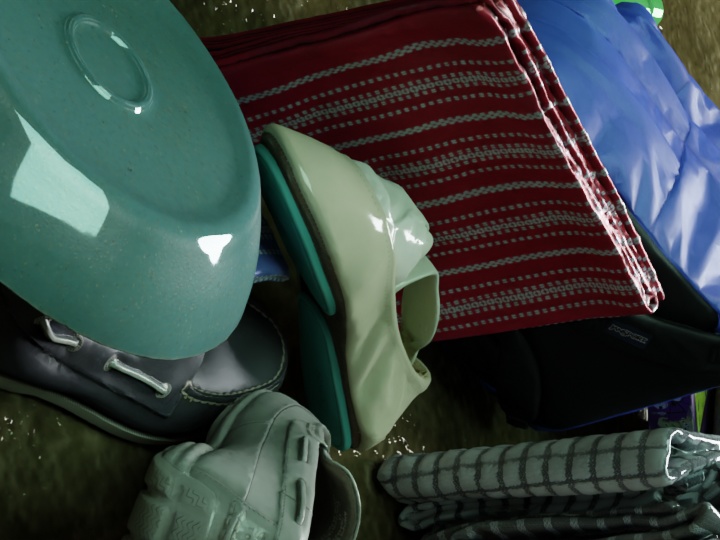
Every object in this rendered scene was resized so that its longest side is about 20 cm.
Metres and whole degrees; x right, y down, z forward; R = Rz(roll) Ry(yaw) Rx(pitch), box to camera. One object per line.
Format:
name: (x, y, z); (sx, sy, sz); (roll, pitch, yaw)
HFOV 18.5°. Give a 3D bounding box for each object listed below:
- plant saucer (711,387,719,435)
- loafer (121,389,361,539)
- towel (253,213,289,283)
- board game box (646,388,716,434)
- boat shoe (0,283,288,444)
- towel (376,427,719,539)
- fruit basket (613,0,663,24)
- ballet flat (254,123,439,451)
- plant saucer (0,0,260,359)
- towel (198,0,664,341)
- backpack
plant saucer: (0.216, 0.087, 1.195); (0.200, 0.035, 0.201); (4, 90, -73)
loafer: (-0.034, 0.090, 0.828); (0.200, 0.070, 0.070); (-34, 146, -78)
towel: (-0.113, -0.074, 0.820); (0.200, 0.024, 0.145); (59, 25, 11)
board game box: (0.177, 0.076, 1.169); (0.200, 0.032, 0.120); (78, 27, -42)
boat shoe: (-0.081, 0.021, 0.841); (0.200, 0.063, 0.073); (18, 62, -52)
towel: (0.128, 0.125, 1.019); (0.200, 0.165, 0.086); (12, 72, -54)
fruit basket: (0.113, -0.186, 1.229); (0.200, 0.094, 0.186); (-29, 101, -73)
ballet flat: (0.000, 0.000, 0.905); (0.200, 0.069, 0.070); (82, 14, -55)
plant saucer: (-0.097, -0.063, 0.762); (0.200, 0.036, 0.200); (41, 27, -27)
towel: (0.028, -0.036, 0.910); (0.200, 0.144, 0.023); (56, 35, -42)
backpack: (0.086, -0.045, 1.039); (0.200, 0.162, 0.168); (44, 43, -24)
